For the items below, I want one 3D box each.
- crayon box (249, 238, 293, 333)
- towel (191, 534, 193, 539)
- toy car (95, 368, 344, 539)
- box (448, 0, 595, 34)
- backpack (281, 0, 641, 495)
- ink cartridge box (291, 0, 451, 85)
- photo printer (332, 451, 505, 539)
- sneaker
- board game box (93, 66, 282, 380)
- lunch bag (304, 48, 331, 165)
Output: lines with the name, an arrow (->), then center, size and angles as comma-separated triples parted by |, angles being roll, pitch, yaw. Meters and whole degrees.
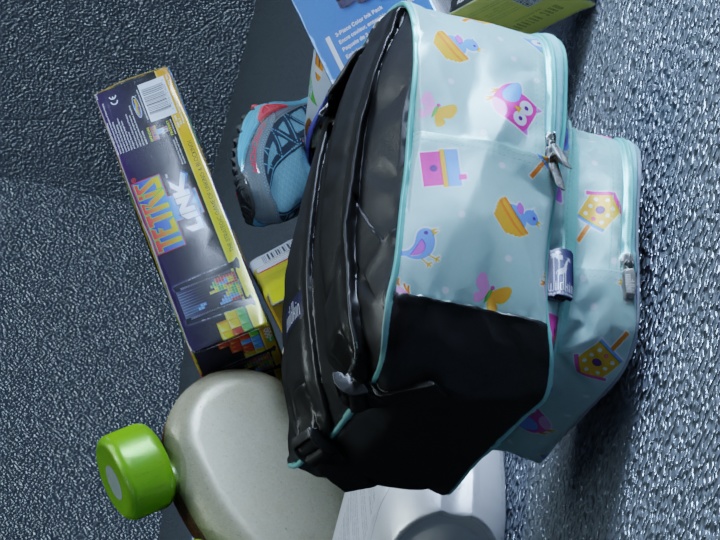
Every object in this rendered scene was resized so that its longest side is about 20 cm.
crayon box -> 0.000, 0.000, 1.635 | 0.051, 0.127, 0.200 | 63, 179, -8
towel -> -0.097, 0.168, 1.822 | 0.200, 0.024, 0.146 | -39, -46, -87
toy car -> -0.074, 0.167, 1.647 | 0.158, 0.164, 0.200 | 60, 156, 20
box -> 0.098, -0.230, 1.423 | 0.075, 0.050, 0.201 | -21, 55, 54
backpack -> 0.045, -0.014, 1.188 | 0.176, 0.152, 0.201 | 119, 151, -62
ink cartridge box -> 0.009, -0.152, 1.477 | 0.201, 0.076, 0.136 | 67, -170, 24
photo printer -> 0.028, 0.149, 1.410 | 0.167, 0.069, 0.201 | -94, 15, -57
sneaker -> -0.012, -0.088, 1.783 | 0.200, 0.095, 0.080 | -37, -60, -51
board game box -> -0.104, -0.005, 1.697 | 0.166, 0.056, 0.201 | 77, 171, -63
lunch bag -> 0.029, -0.161, 1.680 | 0.200, 0.123, 0.171 | 130, 151, -59
